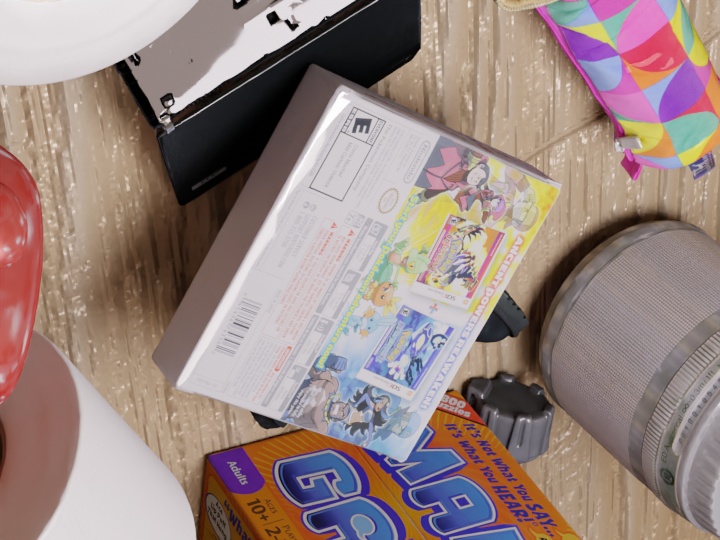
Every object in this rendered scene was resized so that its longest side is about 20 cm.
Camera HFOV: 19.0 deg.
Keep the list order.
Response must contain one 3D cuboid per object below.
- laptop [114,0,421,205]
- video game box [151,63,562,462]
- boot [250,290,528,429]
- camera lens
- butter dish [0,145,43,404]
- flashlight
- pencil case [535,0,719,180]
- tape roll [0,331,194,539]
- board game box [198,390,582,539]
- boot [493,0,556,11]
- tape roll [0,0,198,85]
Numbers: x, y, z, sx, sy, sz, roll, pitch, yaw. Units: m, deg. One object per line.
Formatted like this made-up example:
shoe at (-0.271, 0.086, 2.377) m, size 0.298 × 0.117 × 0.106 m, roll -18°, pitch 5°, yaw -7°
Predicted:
laptop at (-0.066, -0.155, 1.220) m, size 0.177 × 0.103 × 0.200 m, roll -33°, pitch 111°, yaw -9°
video game box at (0.000, 0.000, 1.272) m, size 0.182 × 0.047 × 0.201 m, roll 22°, pitch 103°, yaw -35°
boot at (-0.005, 0.033, 1.365) m, size 0.168 × 0.076 × 0.200 m, roll -46°, pitch 133°, yaw 3°
camera lens at (0.231, 0.073, 1.468) m, size 0.159 × 0.200 × 0.161 m, roll -20°, pitch 131°, yaw -25°
butter dish at (-0.225, -0.009, 1.070) m, size 0.147 × 0.200 × 0.200 m, roll -14°, pitch 151°, yaw 38°
flashlight at (0.102, 0.170, 1.560) m, size 0.067 × 0.068 × 0.201 m, roll -11°, pitch 130°, yaw -26°
pencil case at (0.168, -0.141, 1.343) m, size 0.088 × 0.088 × 0.200 m, roll -39°, pitch 136°, yaw -2°
tape roll at (-0.211, 0.148, 1.213) m, size 0.202 × 0.203 × 0.139 m, roll -38°, pitch 136°, yaw -3°
board game box at (0.018, 0.237, 1.458) m, size 0.199 × 0.200 × 0.200 m, roll -13°, pitch 131°, yaw -26°
boot at (0.117, -0.233, 1.176) m, size 0.200 × 0.156 × 0.073 m, roll -33°, pitch 137°, yaw -8°
tape roll at (-0.165, -0.206, 1.013) m, size 0.202 × 0.139 × 0.203 m, roll -20°, pitch 134°, yaw -22°
